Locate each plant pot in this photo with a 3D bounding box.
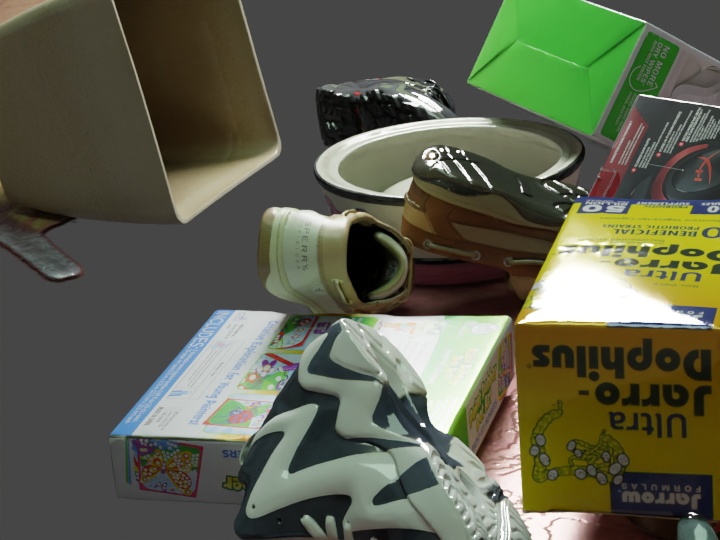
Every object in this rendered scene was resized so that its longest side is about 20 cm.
[{"bbox_3d":[-0.205,-0.150,1.850,0.176,0.201,0.200,-8,17,26],"label":"plant pot"}]

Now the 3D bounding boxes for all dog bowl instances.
[{"bbox_3d":[0.067,-0.051,1.663,0.199,0.074,0.200,-5,19,2],"label":"dog bowl"}]

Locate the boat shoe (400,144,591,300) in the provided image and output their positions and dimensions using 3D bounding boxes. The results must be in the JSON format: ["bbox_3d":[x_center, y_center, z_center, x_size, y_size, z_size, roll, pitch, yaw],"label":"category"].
[{"bbox_3d":[0.120,-0.020,1.543,0.199,0.074,0.076,20,22,-6],"label":"boat shoe"}]

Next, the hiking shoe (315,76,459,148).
[{"bbox_3d":[0.045,-0.133,1.892,0.100,0.076,0.200,-19,23,-27],"label":"hiking shoe"}]

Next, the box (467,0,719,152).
[{"bbox_3d":[0.211,-0.133,1.711,0.176,0.097,0.200,24,4,-30],"label":"box"}]

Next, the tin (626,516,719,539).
[{"bbox_3d":[0.199,0.097,1.275,0.111,0.042,0.200,-6,20,8],"label":"tin"}]

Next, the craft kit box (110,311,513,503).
[{"bbox_3d":[-0.023,0.079,1.348,0.196,0.049,0.200,-1,20,17],"label":"craft kit box"}]

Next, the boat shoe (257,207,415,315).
[{"bbox_3d":[0.000,0.000,1.475,0.066,0.074,0.200,3,-3,23],"label":"boat shoe"}]

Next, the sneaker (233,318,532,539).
[{"bbox_3d":[0.001,0.136,1.177,0.199,0.130,0.079,54,18,27],"label":"sneaker"}]

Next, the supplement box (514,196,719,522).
[{"bbox_3d":[0.154,0.042,1.223,0.108,0.110,0.200,1,21,15],"label":"supplement box"}]

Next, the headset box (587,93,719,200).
[{"bbox_3d":[0.224,-0.023,1.430,0.199,0.075,0.149,13,68,40],"label":"headset box"}]

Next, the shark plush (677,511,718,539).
[{"bbox_3d":[0.157,0.204,1.003,0.083,0.091,0.200,-26,43,-2],"label":"shark plush"}]
